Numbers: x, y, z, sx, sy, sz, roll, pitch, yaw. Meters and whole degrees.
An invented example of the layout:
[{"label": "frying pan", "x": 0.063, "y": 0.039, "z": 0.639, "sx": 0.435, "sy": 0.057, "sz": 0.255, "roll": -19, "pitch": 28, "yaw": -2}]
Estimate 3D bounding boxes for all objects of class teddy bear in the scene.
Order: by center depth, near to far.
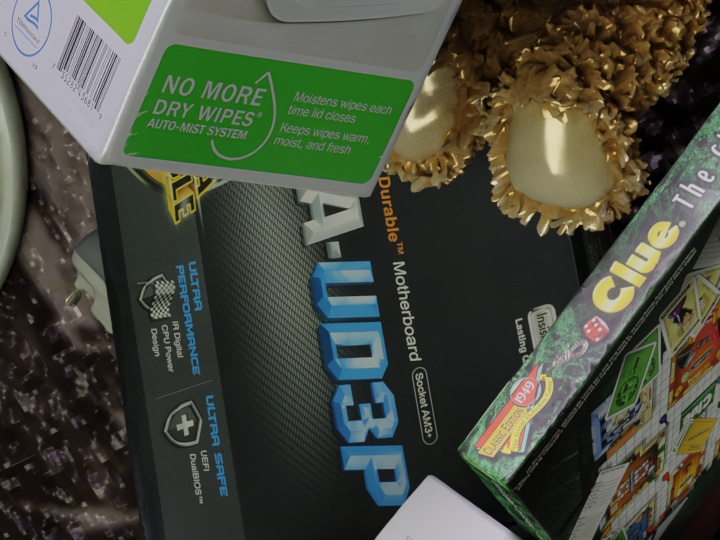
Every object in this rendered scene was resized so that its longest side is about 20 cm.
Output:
[{"label": "teddy bear", "x": 0.071, "y": -0.104, "z": 0.799, "sx": 0.144, "sy": 0.067, "sz": 0.201, "roll": 0, "pitch": 69, "yaw": 35}]

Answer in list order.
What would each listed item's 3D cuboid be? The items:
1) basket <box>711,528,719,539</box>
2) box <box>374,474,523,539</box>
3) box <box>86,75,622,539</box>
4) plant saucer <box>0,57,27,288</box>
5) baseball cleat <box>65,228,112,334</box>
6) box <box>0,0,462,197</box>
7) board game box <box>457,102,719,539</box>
[{"label": "basket", "x": 0.157, "y": 0.135, "z": 0.858, "sx": 0.142, "sy": 0.149, "sz": 0.201, "roll": -26, "pitch": 101, "yaw": 30}, {"label": "box", "x": 0.095, "y": 0.150, "z": 0.791, "sx": 0.156, "sy": 0.041, "sz": 0.200, "roll": 34, "pitch": 167, "yaw": 36}, {"label": "box", "x": 0.000, "y": 0.000, "z": 0.864, "sx": 0.158, "sy": 0.046, "sz": 0.201, "roll": -18, "pitch": 70, "yaw": 25}, {"label": "plant saucer", "x": -0.214, "y": -0.044, "z": 1.003, "sx": 0.199, "sy": 0.050, "sz": 0.201, "roll": 9, "pitch": 115, "yaw": 20}, {"label": "baseball cleat", "x": 0.001, "y": 0.024, "z": 0.937, "sx": 0.200, "sy": 0.070, "sz": 0.107, "roll": 36, "pitch": 95, "yaw": 15}, {"label": "box", "x": -0.049, "y": -0.148, "z": 0.739, "sx": 0.200, "sy": 0.096, "sz": 0.177, "roll": 45, "pitch": 118, "yaw": 42}, {"label": "board game box", "x": 0.109, "y": -0.004, "z": 0.762, "sx": 0.023, "sy": 0.200, "sz": 0.105, "roll": 29, "pitch": 166, "yaw": 39}]
